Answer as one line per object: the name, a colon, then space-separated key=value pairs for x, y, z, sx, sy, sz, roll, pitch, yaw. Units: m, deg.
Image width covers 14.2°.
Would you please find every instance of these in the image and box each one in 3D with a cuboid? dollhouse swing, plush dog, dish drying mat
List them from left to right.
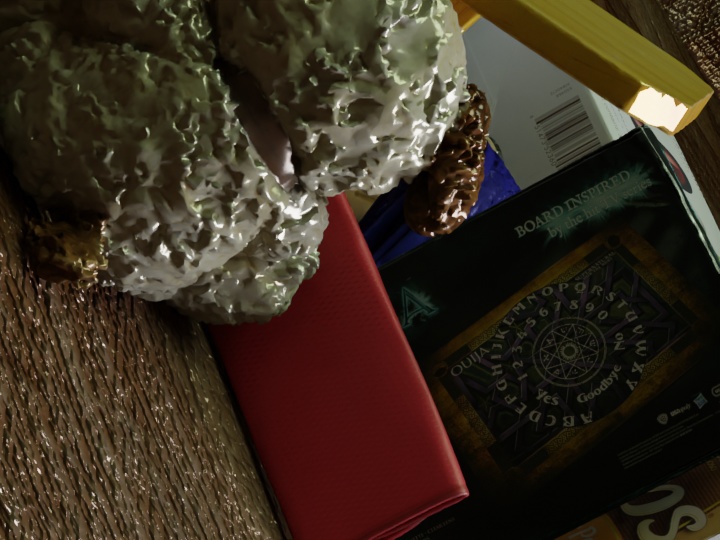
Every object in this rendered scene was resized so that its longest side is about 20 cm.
plush dog: x=-0.043 y=-0.067 z=1.092 sx=0.200 sy=0.171 sz=0.161 roll=58 pitch=14 yaw=-17
dish drying mat: x=-0.023 y=0.023 z=1.195 sx=0.200 sy=0.077 sz=0.018 roll=67 pitch=12 yaw=24
dollhouse swing: x=0.035 y=-0.083 z=1.330 sx=0.176 sy=0.182 sz=0.200 roll=49 pitch=13 yaw=2

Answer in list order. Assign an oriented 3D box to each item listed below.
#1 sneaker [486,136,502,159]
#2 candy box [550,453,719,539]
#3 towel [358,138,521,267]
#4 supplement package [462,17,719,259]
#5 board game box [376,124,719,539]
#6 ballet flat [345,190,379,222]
sneaker: x=0.016 y=-0.041 z=1.453 sx=0.200 sy=0.089 sz=0.079 roll=-127 pitch=-151 yaw=-56
candy box: x=0.108 y=0.116 z=1.227 sx=0.055 sy=0.200 sz=0.116 roll=55 pitch=14 yaw=-28
towel: x=0.050 y=0.054 z=1.320 sx=0.050 sy=0.148 sz=0.200 roll=19 pitch=-29 yaw=54
supplement package: x=0.111 y=-0.016 z=1.631 sx=0.200 sy=0.147 sz=0.192 roll=38 pitch=26 yaw=-57
board game box: x=0.062 y=0.045 z=1.198 sx=0.136 sy=0.200 sz=0.028 roll=64 pitch=10 yaw=11
ballet flat: x=0.000 y=0.000 z=1.359 sx=0.200 sy=0.072 sz=0.072 roll=57 pitch=14 yaw=-14
